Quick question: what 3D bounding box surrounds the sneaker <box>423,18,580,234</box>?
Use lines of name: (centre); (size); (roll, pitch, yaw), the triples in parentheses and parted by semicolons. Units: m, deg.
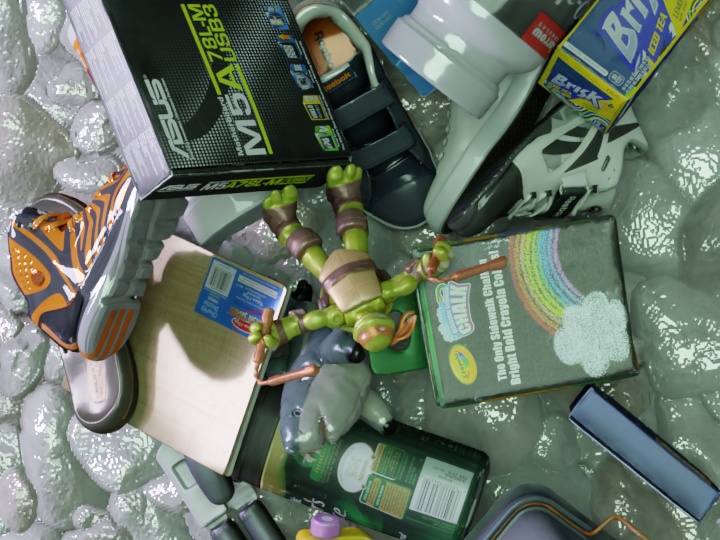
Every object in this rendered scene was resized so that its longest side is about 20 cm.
sneaker: (0.091, -0.126, 1.707); (0.084, 0.073, 0.201); (29, 87, 20)

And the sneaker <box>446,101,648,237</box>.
sneaker: (0.151, -0.071, 1.656); (0.200, 0.074, 0.089); (-39, 93, -31)

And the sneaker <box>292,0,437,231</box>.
sneaker: (-0.004, -0.120, 1.706); (0.078, 0.079, 0.201); (-31, 87, 4)

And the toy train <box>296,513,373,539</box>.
toy train: (-0.028, 0.264, 1.683); (0.200, 0.056, 0.151); (28, 96, -25)

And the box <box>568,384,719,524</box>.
box: (0.209, 0.133, 1.616); (0.121, 0.200, 0.032); (39, 93, 5)

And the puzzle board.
puzzle board: (-0.143, 0.054, 1.693); (0.200, 0.017, 0.151); (23, 96, 40)

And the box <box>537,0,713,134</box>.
box: (0.221, -0.202, 1.652); (0.070, 0.064, 0.200); (37, 67, 5)

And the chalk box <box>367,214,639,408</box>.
chalk box: (0.103, 0.034, 1.665); (0.199, 0.124, 0.125); (-9, 89, 4)

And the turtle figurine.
turtle figurine: (0.000, 0.000, 1.595); (0.199, 0.064, 0.162); (-27, 55, 4)

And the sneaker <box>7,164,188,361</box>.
sneaker: (-0.202, -0.042, 1.638); (0.112, 0.078, 0.201); (28, 97, 23)

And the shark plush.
shark plush: (-0.048, 0.057, 1.655); (0.083, 0.091, 0.200); (-26, 50, -2)

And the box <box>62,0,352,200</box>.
box: (-0.116, -0.153, 1.609); (0.047, 0.193, 0.201); (-33, 72, 37)

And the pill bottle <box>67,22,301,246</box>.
pill bottle: (-0.133, -0.128, 1.701); (0.114, 0.114, 0.201); (-31, 85, 4)

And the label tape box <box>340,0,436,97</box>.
label tape box: (0.038, -0.256, 1.685); (0.143, 0.066, 0.200); (-39, 67, 3)

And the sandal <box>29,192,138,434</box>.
sandal: (-0.228, 0.031, 1.713); (0.082, 0.054, 0.201); (-21, 73, 35)

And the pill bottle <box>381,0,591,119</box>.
pill bottle: (0.113, -0.218, 1.600); (0.116, 0.116, 0.200); (38, 96, 5)

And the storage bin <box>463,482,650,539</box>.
storage bin: (0.178, 0.265, 1.613); (0.200, 0.134, 0.146); (39, 93, -23)

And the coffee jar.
coffee jar: (-0.004, 0.150, 1.686); (0.199, 0.104, 0.086); (20, 92, 7)

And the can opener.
can opener: (-0.094, 0.207, 1.717); (0.053, 0.066, 0.200); (-33, 91, 6)
